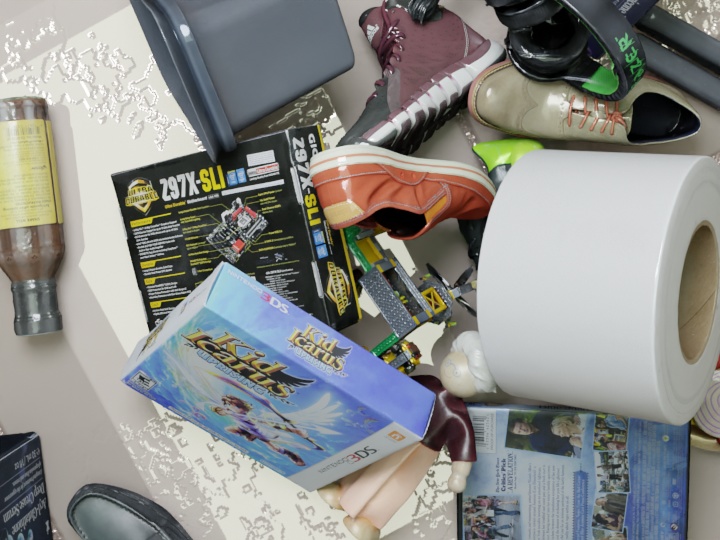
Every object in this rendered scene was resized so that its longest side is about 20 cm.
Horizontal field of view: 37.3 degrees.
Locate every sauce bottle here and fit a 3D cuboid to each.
[{"bbox_3d":[-0.288,-0.045,0.915,0.064,0.065,0.202,-6,92,0],"label":"sauce bottle"}]

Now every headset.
[{"bbox_3d":[0.126,-0.190,0.819,0.094,0.124,0.200,-45,54,-3],"label":"headset"}]

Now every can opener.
[{"bbox_3d":[0.318,-0.161,0.901,0.199,0.067,0.054,26,94,-12],"label":"can opener"}]

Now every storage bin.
[{"bbox_3d":[-0.099,-0.199,0.840,0.134,0.200,0.146,-26,122,-9],"label":"storage bin"}]

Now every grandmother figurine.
[{"bbox_3d":[0.051,0.139,0.910,0.121,0.060,0.201,41,101,25],"label":"grandmother figurine"}]

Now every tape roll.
[{"bbox_3d":[0.195,0.009,0.830,0.138,0.202,0.205,7,94,34],"label":"tape roll"}]

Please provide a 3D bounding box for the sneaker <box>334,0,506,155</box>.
[{"bbox_3d":[0.022,-0.160,0.887,0.116,0.076,0.200,46,57,9],"label":"sneaker"}]

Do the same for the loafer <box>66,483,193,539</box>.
[{"bbox_3d":[-0.172,0.258,0.931,0.200,0.070,0.068,38,92,-2],"label":"loafer"}]

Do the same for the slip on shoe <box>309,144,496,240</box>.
[{"bbox_3d":[0.038,-0.052,0.825,0.074,0.199,0.062,-16,78,38],"label":"slip on shoe"}]

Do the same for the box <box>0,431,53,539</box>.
[{"bbox_3d":[-0.329,0.253,0.892,0.106,0.148,0.202,-6,94,1],"label":"box"}]

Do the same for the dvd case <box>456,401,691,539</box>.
[{"bbox_3d":[0.182,0.189,0.926,0.198,0.018,0.144,1,100,13],"label":"dvd case"}]

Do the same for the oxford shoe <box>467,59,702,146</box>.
[{"bbox_3d":[0.188,-0.138,0.878,0.198,0.075,0.071,-2,109,-16],"label":"oxford shoe"}]

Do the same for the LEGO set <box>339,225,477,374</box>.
[{"bbox_3d":[0.000,0.000,0.911,0.200,0.116,0.154,49,122,12],"label":"LEGO set"}]

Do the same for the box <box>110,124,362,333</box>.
[{"bbox_3d":[-0.105,-0.020,0.872,0.199,0.049,0.161,-9,95,35],"label":"box"}]

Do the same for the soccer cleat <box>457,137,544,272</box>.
[{"bbox_3d":[0.124,-0.014,0.923,0.080,0.067,0.202,5,94,19],"label":"soccer cleat"}]

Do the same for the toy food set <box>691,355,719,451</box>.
[{"bbox_3d":[0.326,0.066,0.929,0.198,0.049,0.200,11,94,-1],"label":"toy food set"}]

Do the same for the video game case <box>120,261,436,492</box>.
[{"bbox_3d":[-0.071,0.094,0.852,0.199,0.181,0.046,33,52,-16],"label":"video game case"}]

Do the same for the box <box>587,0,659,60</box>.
[{"bbox_3d":[0.157,-0.283,0.850,0.199,0.148,0.105,32,78,-1],"label":"box"}]
